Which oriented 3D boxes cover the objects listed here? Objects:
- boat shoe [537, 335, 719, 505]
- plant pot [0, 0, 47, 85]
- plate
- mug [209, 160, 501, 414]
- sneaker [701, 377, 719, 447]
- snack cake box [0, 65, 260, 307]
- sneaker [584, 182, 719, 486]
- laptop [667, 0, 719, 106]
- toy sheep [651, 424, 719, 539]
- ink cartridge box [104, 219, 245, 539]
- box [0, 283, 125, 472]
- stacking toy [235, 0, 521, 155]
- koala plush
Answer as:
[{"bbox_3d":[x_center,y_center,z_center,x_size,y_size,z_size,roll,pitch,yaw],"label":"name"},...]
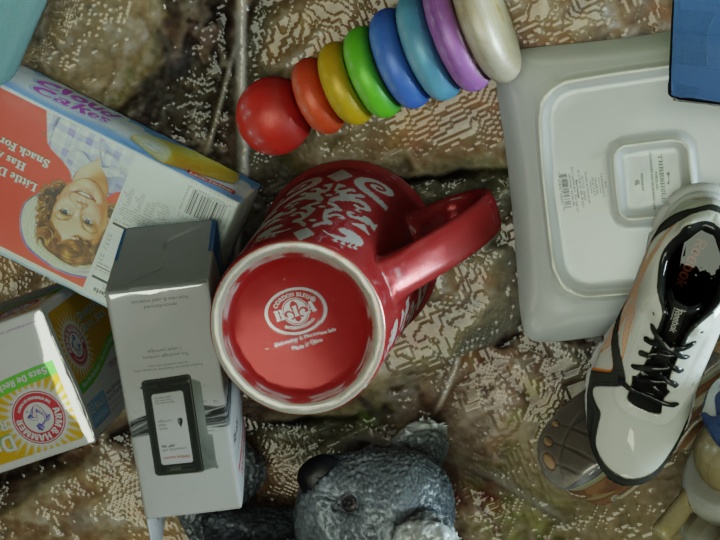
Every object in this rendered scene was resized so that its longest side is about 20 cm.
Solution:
[{"bbox_3d":[0.213,0.086,0.975,0.200,0.076,0.072,-40,128,7],"label":"boat shoe"},{"bbox_3d":[-0.267,-0.237,0.914,0.199,0.200,0.197,26,115,2],"label":"plant pot"},{"bbox_3d":[0.194,-0.059,0.930,0.198,0.032,0.202,-6,90,15],"label":"plate"},{"bbox_3d":[-0.010,-0.006,0.914,0.133,0.200,0.178,40,107,-1],"label":"mug"},{"bbox_3d":[0.285,0.060,0.885,0.075,0.199,0.088,43,128,18],"label":"sneaker"},{"bbox_3d":[-0.186,-0.048,1.001,0.199,0.067,0.116,27,108,2],"label":"snack cake box"},{"bbox_3d":[0.187,0.045,0.882,0.073,0.080,0.202,15,104,9],"label":"sneaker"},{"bbox_3d":[0.292,-0.201,0.862,0.185,0.116,0.202,7,105,7],"label":"laptop"},{"bbox_3d":[0.278,0.173,0.949,0.137,0.138,0.201,-25,120,14],"label":"toy sheep"},{"bbox_3d":[-0.116,0.081,0.934,0.067,0.116,0.202,-6,112,-1],"label":"ink cartridge box"},{"bbox_3d":[-0.279,0.089,1.026,0.198,0.113,0.102,-19,100,12],"label":"box"},{"bbox_3d":[0.003,-0.135,0.948,0.198,0.085,0.086,-20,100,19],"label":"stacking toy"},{"bbox_3d":[-0.013,0.192,0.987,0.199,0.178,0.184,-36,109,15],"label":"koala plush"}]
